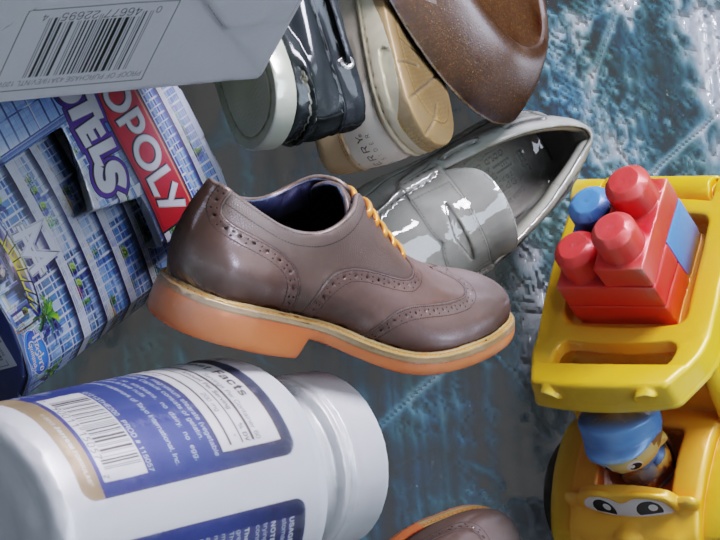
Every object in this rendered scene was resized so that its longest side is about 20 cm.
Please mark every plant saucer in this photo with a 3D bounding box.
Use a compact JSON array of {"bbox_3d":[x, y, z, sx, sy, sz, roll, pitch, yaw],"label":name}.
[{"bbox_3d":[0.044,-0.170,1.446,0.200,0.032,0.200,50,24,-33],"label":"plant saucer"}]

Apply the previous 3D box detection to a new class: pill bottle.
[{"bbox_3d":[-0.086,0.098,1.260,0.200,0.111,0.111,-10,87,-44],"label":"pill bottle"}]

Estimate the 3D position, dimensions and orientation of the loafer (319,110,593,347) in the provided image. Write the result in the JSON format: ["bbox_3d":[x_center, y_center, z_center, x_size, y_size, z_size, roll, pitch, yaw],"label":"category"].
[{"bbox_3d":[0.043,-0.026,1.441,0.200,0.070,0.070,-42,109,-41],"label":"loafer"}]

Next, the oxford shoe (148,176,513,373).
[{"bbox_3d":[0.000,0.000,1.312,0.200,0.071,0.073,6,107,-44],"label":"oxford shoe"}]

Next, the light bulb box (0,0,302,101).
[{"bbox_3d":[-0.139,-0.185,1.204,0.198,0.125,0.200,-7,54,-38],"label":"light bulb box"}]

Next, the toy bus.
[{"bbox_3d":[0.146,0.044,1.442,0.192,0.135,0.200,49,50,-49],"label":"toy bus"}]

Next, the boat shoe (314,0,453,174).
[{"bbox_3d":[-0.010,-0.134,1.416,0.074,0.069,0.200,42,30,-48],"label":"boat shoe"}]

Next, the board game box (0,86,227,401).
[{"bbox_3d":[-0.130,-0.076,1.297,0.200,0.062,0.200,-39,107,-41],"label":"board game box"}]

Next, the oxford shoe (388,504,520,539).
[{"bbox_3d":[0.037,0.168,1.378,0.071,0.073,0.200,61,38,-11],"label":"oxford shoe"}]

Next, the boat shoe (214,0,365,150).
[{"bbox_3d":[-0.041,-0.146,1.361,0.066,0.075,0.200,0,56,-28],"label":"boat shoe"}]
